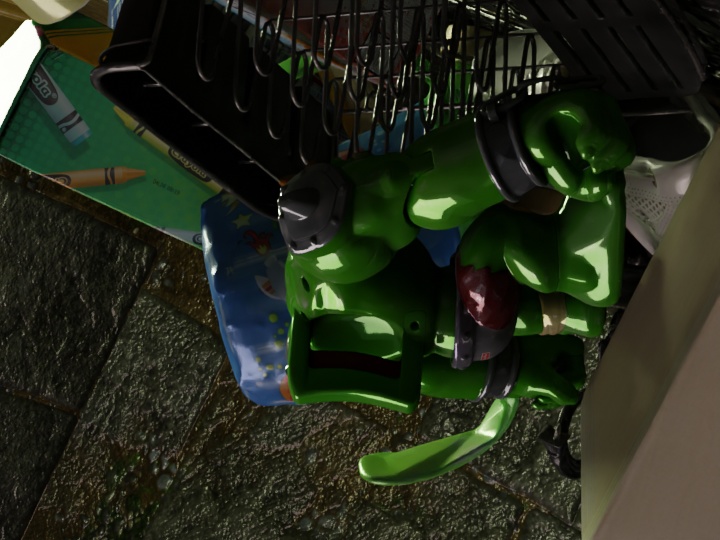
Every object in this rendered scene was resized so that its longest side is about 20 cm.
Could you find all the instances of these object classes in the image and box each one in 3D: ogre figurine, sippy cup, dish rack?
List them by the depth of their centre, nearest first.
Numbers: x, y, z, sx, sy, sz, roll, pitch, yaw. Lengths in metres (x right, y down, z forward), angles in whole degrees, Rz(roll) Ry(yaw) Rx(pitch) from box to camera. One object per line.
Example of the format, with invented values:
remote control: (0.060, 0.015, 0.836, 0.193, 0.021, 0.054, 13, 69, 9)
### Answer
ogre figurine: (0.030, 0.001, 0.744, 0.119, 0.099, 0.200, -5, 172, -4)
dish rack: (0.021, -0.072, 0.760, 0.199, 0.055, 0.153, -3, 160, 26)
sippy cup: (0.000, 0.000, 0.930, 0.129, 0.179, 0.140, -13, 162, 0)

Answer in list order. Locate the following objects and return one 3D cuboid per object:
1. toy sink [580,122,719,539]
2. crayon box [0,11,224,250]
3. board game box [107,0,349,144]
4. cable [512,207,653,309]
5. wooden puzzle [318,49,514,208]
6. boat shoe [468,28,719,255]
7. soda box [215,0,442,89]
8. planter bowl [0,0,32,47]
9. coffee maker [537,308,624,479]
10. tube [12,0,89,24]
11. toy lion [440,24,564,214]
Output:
toy sink: (0.174, 0.015, 0.734, 0.129, 0.201, 0.112, 19, -150, -5)
crayon box: (-0.086, -0.059, 1.012, 0.199, 0.059, 0.119, 26, -168, -24)
board game box: (-0.045, -0.104, 1.185, 0.199, 0.062, 0.200, 29, -165, -17)
cable: (0.116, 0.002, 0.912, 0.096, 0.051, 0.200, 13, -166, -7)
wooden puzzle: (0.037, -0.062, 1.129, 0.200, 0.037, 0.186, 30, -150, -55)
boat shoe: (0.101, -0.069, 0.860, 0.200, 0.071, 0.070, 39, 164, 53)
soda box: (-0.049, -0.139, 0.801, 0.068, 0.064, 0.200, 26, 179, 42)
planter bowl: (-0.215, -0.131, 0.909, 0.199, 0.084, 0.200, 21, -175, -2)
coffee maker: (0.236, 0.074, 1.097, 0.199, 0.193, 0.135, 24, 163, 38)
tube: (-0.170, -0.172, 0.770, 0.200, 0.052, 0.058, 44, -174, -32)
toy lion: (0.136, -0.054, 1.025, 0.191, 0.069, 0.200, 17, 175, 31)
